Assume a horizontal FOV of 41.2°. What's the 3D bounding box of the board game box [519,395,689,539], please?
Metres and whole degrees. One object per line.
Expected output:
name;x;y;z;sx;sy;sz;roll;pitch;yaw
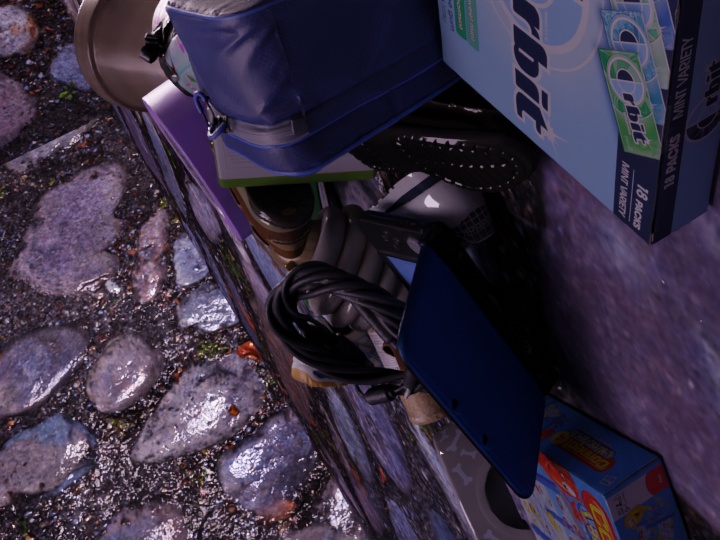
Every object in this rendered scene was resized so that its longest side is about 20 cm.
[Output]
board game box;0.207;0.222;0.828;0.202;0.055;0.196;66;167;-17

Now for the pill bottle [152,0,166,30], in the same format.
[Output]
pill bottle;-0.178;-0.286;1.137;0.113;0.111;0.200;66;166;-21

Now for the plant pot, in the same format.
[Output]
plant pot;-0.264;-0.305;1.322;0.173;0.200;0.201;25;145;41

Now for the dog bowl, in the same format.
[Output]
dog bowl;0.138;0.247;1.024;0.200;0.058;0.202;-25;-89;-89

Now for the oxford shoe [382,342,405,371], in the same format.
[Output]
oxford shoe;0.082;0.099;0.992;0.071;0.071;0.200;46;174;-24

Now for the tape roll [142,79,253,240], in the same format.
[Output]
tape roll;-0.173;-0.135;1.127;0.201;0.065;0.200;54;174;8

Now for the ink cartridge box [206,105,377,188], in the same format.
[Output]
ink cartridge box;-0.059;-0.171;0.822;0.201;0.146;0.076;89;176;-49

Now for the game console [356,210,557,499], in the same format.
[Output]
game console;0.067;0.065;0.786;0.170;0.119;0.200;15;150;55

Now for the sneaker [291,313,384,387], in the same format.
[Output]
sneaker;0.004;0.087;1.156;0.075;0.199;0.089;10;97;40

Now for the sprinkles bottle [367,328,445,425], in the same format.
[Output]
sprinkles bottle;0.047;0.079;1.117;0.202;0.068;0.068;64;166;-11

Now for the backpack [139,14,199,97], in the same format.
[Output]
backpack;-0.115;-0.240;0.948;0.127;0.167;0.200;45;169;-19

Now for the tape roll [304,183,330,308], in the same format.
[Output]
tape roll;-0.060;-0.058;1.137;0.200;0.048;0.203;-12;-90;-87

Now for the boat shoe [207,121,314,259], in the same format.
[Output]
boat shoe;-0.100;-0.088;0.938;0.074;0.075;0.201;88;162;-45

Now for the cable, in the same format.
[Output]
cable;-0.001;0.065;0.901;0.162;0.051;0.200;-1;139;41

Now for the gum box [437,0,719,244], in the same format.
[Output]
gum box;0.107;-0.138;0.503;0.200;0.044;0.171;52;164;38

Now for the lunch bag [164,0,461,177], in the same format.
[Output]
lunch bag;-0.025;-0.149;0.646;0.136;0.199;0.133;33;152;53

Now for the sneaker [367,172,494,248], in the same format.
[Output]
sneaker;0.057;-0.043;0.840;0.081;0.076;0.200;51;169;-1

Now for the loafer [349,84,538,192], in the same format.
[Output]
loafer;0.054;-0.111;0.702;0.199;0.072;0.073;18;166;49

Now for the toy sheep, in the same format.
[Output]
toy sheep;0.000;0.000;0.981;0.138;0.198;0.140;-163;90;-74
